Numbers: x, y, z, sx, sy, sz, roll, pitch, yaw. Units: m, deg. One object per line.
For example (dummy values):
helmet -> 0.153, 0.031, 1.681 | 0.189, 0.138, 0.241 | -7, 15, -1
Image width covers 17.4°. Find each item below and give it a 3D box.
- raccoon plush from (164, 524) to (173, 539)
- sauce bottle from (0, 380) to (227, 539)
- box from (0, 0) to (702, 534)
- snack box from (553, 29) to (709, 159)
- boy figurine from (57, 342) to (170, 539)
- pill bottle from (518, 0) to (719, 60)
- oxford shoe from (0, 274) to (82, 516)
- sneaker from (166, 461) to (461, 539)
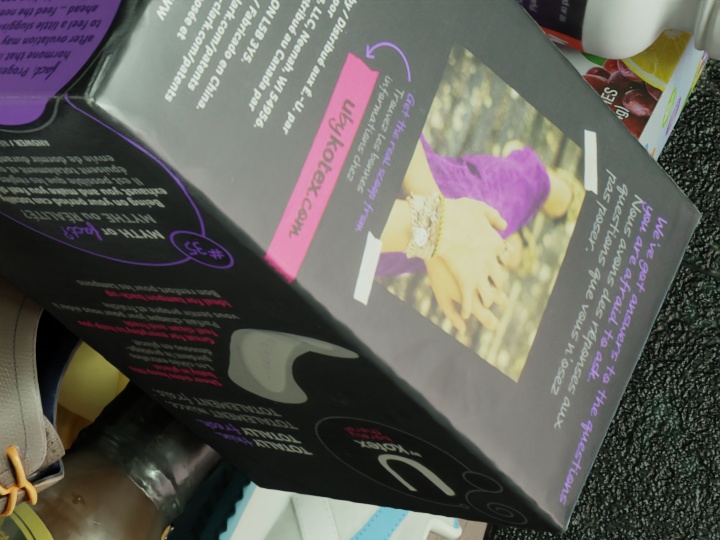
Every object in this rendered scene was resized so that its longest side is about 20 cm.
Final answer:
raccoon plush -> -0.062, 0.118, 0.903 | 0.097, 0.134, 0.200 | 68, 45, -77
sauce bottle -> -0.104, 0.100, 0.672 | 0.200, 0.065, 0.065 | -50, 162, -28
box -> -0.023, -0.029, 0.608 | 0.200, 0.122, 0.106 | 44, 62, -39
snack box -> 0.043, -0.088, 0.933 | 0.068, 0.169, 0.200 | 96, 20, -48
boy figurine -> -0.076, 0.006, 0.816 | 0.124, 0.064, 0.200 | -40, 147, -74
pill bottle -> 0.070, -0.143, 0.866 | 0.111, 0.200, 0.112 | 21, 90, -78
oxford shoe -> -0.123, 0.051, 0.634 | 0.071, 0.073, 0.200 | 89, 25, -63
sneaker -> -0.030, 0.119, 0.703 | 0.077, 0.081, 0.200 | -37, -162, 47
